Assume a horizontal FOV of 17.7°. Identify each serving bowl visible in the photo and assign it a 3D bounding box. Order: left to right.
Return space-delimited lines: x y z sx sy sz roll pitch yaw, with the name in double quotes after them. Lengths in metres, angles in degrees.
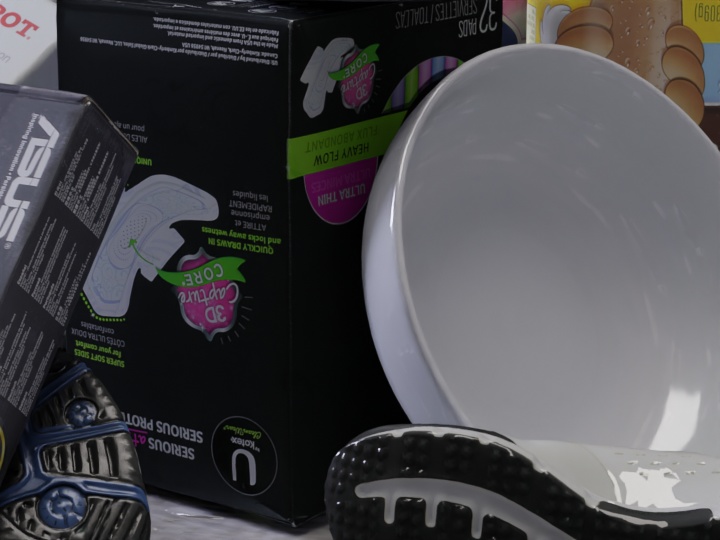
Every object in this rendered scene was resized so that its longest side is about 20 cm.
0.076 0.015 0.914 0.200 0.200 0.066 -11 -12 -39 "serving bowl"

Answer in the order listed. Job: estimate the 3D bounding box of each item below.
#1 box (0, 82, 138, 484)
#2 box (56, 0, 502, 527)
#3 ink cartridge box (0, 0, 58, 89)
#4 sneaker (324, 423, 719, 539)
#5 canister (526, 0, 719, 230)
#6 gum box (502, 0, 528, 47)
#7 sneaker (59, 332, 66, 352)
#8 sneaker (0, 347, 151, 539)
-0.188 0.023 0.841 0.161 0.200 0.049 10 -22 27 "box"
-0.031 -0.018 0.959 0.124 0.200 0.149 11 17 35 "box"
-0.226 -0.053 1.068 0.147 0.083 0.200 30 66 33 "ink cartridge box"
0.086 0.094 0.807 0.200 0.074 0.080 12 12 11 "sneaker"
0.141 -0.034 1.027 0.148 0.200 0.087 -2 14 -8 "canister"
0.081 -0.059 1.098 0.066 0.114 0.200 16 -19 47 "gum box"
-0.129 0.012 1.005 0.200 0.075 0.081 -39 36 -11 "sneaker"
-0.141 0.066 0.881 0.076 0.077 0.200 -32 48 -21 "sneaker"
